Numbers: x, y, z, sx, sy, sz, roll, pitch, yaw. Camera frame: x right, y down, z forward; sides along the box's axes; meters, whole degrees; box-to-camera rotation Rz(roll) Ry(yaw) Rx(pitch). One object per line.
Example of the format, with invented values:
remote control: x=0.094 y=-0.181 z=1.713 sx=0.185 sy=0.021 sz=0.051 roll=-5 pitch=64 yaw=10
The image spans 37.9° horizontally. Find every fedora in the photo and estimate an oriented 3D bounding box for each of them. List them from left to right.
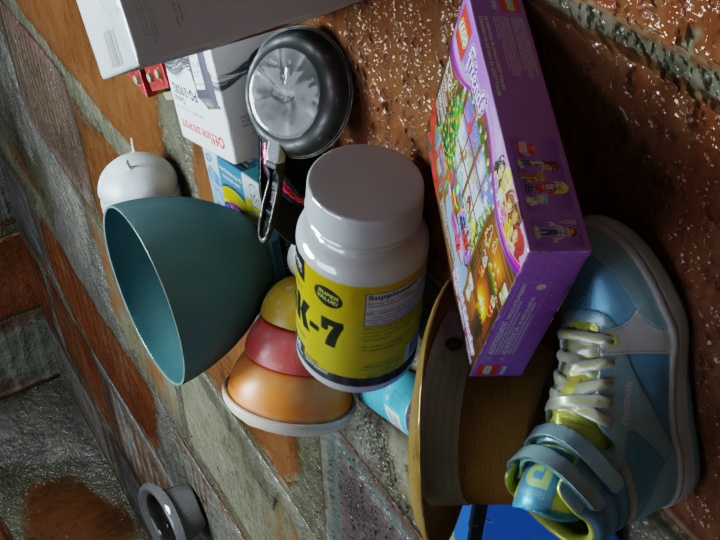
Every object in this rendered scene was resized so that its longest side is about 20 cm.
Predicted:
fedora: x=-0.392 y=0.519 z=2.236 sx=0.178 sy=0.090 sz=0.200 roll=64 pitch=150 yaw=5
fedora: x=0.091 y=0.098 z=0.725 sx=0.081 sy=0.201 sz=0.203 roll=4 pitch=123 yaw=18

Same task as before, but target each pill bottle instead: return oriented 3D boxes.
pill bottle: x=0.000 y=0.000 z=0.893 sx=0.114 sy=0.113 sz=0.201 roll=49 pitch=150 yaw=36

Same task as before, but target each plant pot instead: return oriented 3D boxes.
plant pot: x=-0.174 y=0.003 z=1.126 sx=0.200 sy=0.134 sz=0.202 roll=46 pitch=148 yaw=39

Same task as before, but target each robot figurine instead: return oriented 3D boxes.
robot figurine: x=-0.305 y=-0.082 z=1.481 sx=0.170 sy=0.112 sz=0.202 roll=-121 pitch=20 yaw=-55

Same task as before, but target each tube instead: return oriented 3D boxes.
tube: x=0.027 y=0.117 z=1.028 sx=0.200 sy=0.050 sz=0.078 roll=-157 pitch=61 yaw=-67

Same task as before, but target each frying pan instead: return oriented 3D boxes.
frying pan: x=-0.079 y=-0.130 z=0.939 sx=0.115 sy=0.031 sz=0.191 roll=47 pitch=117 yaw=18

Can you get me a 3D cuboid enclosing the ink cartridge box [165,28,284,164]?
ink cartridge box: x=-0.136 y=-0.221 z=1.026 sx=0.144 sy=0.084 sz=0.202 roll=31 pitch=138 yaw=55

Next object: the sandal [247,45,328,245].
sandal: x=-0.062 y=-0.110 z=0.977 sx=0.045 sy=0.074 sz=0.202 roll=-148 pitch=44 yaw=-66

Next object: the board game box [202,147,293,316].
board game box: x=-0.111 y=-0.036 z=1.184 sx=0.151 sy=0.047 sz=0.202 roll=36 pitch=141 yaw=51

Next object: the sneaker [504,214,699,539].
sneaker: x=0.136 y=0.078 z=0.636 sx=0.079 sy=0.130 sz=0.202 roll=3 pitch=114 yaw=56

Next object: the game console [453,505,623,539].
game console: x=0.138 y=0.201 z=0.892 sx=0.169 sy=0.119 sz=0.201 roll=20 pitch=138 yaw=18

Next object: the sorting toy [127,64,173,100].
sorting toy: x=-0.245 y=-0.294 z=1.217 sx=0.198 sy=0.069 sz=0.202 roll=13 pitch=122 yaw=63

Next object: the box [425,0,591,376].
box: x=0.084 y=-0.055 z=0.657 sx=0.137 sy=0.039 sz=0.202 roll=105 pitch=161 yaw=-54

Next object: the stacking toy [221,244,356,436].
stacking toy: x=-0.061 y=0.058 z=1.088 sx=0.146 sy=0.145 sz=0.202 roll=35 pitch=120 yaw=51

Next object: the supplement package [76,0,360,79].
supplement package: x=-0.115 y=-0.238 z=0.818 sx=0.121 sy=0.198 sz=0.121 roll=9 pitch=119 yaw=63
